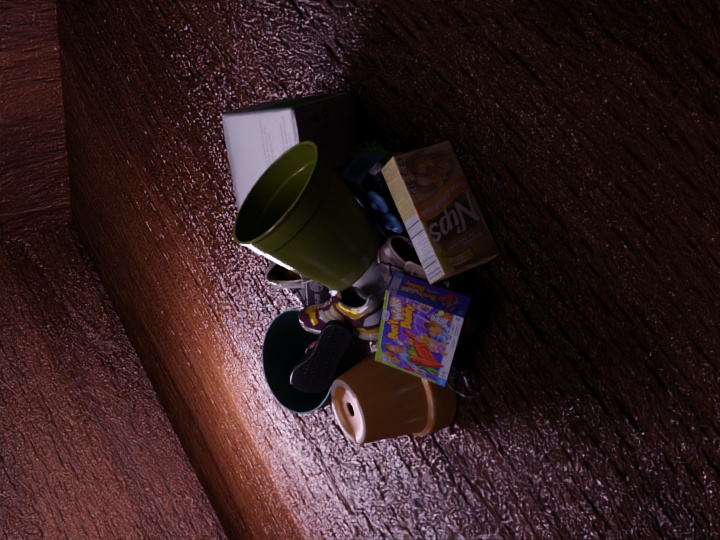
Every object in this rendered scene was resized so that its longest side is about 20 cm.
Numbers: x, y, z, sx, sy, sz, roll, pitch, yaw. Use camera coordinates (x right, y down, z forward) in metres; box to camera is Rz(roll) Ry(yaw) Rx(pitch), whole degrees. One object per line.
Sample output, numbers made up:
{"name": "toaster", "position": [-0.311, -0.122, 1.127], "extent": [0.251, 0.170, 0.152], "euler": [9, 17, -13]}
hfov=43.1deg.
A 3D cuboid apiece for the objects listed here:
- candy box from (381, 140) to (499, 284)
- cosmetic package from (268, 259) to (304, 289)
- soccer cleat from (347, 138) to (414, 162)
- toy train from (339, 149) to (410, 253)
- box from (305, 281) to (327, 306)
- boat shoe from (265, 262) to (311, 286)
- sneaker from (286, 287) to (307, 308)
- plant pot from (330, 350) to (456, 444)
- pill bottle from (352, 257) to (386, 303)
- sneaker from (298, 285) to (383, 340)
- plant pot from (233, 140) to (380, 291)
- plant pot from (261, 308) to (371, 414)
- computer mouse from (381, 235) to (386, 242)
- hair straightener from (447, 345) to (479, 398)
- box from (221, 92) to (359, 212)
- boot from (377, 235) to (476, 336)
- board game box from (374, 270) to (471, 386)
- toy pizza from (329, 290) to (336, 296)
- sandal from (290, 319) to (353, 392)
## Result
{"name": "candy box", "position": [0.125, -0.093, 1.437], "extent": [0.203, 0.114, 0.055], "euler": [66, 153, 9]}
{"name": "cosmetic package", "position": [-0.158, -0.069, 1.931], "extent": [0.104, 0.072, 0.204], "euler": [97, 169, -80]}
{"name": "soccer cleat", "position": [0.042, -0.180, 1.599], "extent": [0.199, 0.067, 0.082], "euler": [25, 140, 54]}
{"name": "toy train", "position": [0.050, -0.109, 1.538], "extent": [0.114, 0.087, 0.201], "euler": [26, 157, 47]}
{"name": "box", "position": [-0.095, -0.038, 1.883], "extent": [0.162, 0.048, 0.203], "euler": [-105, 12, -62]}
{"name": "boat shoe", "position": [-0.093, -0.012, 1.673], "extent": [0.198, 0.068, 0.076], "euler": [-27, 82, 39]}
{"name": "sneaker", "position": [-0.136, 0.033, 2.035], "extent": [0.080, 0.085, 0.204], "euler": [21, 125, 58]}
{"name": "plant pot", "position": [0.051, 0.232, 1.706], "extent": [0.200, 0.181, 0.203], "euler": [39, 139, 45]}
{"name": "pill bottle", "position": [0.000, 0.000, 1.718], "extent": [0.201, 0.112, 0.114], "euler": [49, 147, 20]}
{"name": "sneaker", "position": [-0.037, 0.066, 1.651], "extent": [0.197, 0.075, 0.091], "euler": [3, 124, 35]}
{"name": "plant pot", "position": [-0.074, -0.071, 1.497], "extent": [0.192, 0.202, 0.199], "euler": [39, 166, -28]}
{"name": "plant pot", "position": [-0.073, 0.171, 1.821], "extent": [0.198, 0.160, 0.205], "euler": [4, 96, 41]}
{"name": "computer mouse", "position": [0.050, -0.056, 1.691], "extent": [0.200, 0.034, 0.059], "euler": [50, 145, 35]}
{"name": "hair straightener", "position": [0.157, 0.135, 1.618], "extent": [0.203, 0.040, 0.077], "euler": [64, 153, 4]}
{"name": "box", "position": [-0.118, -0.210, 1.673], "extent": [0.169, 0.198, 0.204], "euler": [0, 107, 33]}
{"name": "boot", "position": [0.112, 0.024, 1.502], "extent": [0.198, 0.071, 0.147], "euler": [27, 152, 11]}
{"name": "board game box", "position": [0.100, 0.100, 1.515], "extent": [0.132, 0.045, 0.202], "euler": [19, 142, 10]}
{"name": "toy pizza", "position": [-0.010, 0.041, 1.864], "extent": [0.200, 0.031, 0.203], "euler": [43, 143, 44]}
{"name": "sandal", "position": [-0.066, 0.155, 1.670], "extent": [0.201, 0.074, 0.045], "euler": [-57, 14, 37]}
